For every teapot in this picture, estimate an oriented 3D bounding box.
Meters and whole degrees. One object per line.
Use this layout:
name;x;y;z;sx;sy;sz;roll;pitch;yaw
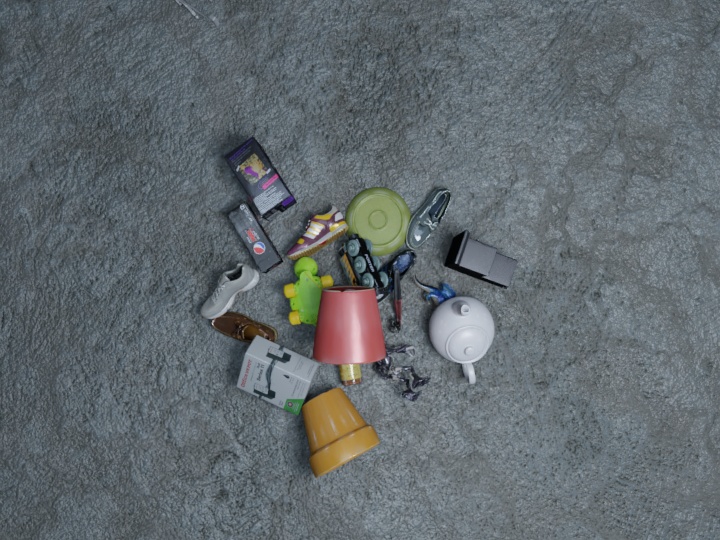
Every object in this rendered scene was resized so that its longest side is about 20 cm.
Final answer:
teapot;0.282;0.183;1.447;0.198;0.147;0.198;30;113;-20

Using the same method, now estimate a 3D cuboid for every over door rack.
over door rack;-0.437;-0.805;1.556;0.199;0.067;0.149;36;89;23

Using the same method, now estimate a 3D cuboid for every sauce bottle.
sauce bottle;-0.040;0.224;1.522;0.065;0.066;0.204;-9;85;1

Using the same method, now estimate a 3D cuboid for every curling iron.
curling iron;0.104;0.090;1.497;0.025;0.050;0.204;7;114;14

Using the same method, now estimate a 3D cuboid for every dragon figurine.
dragon figurine;0.235;0.070;1.523;0.099;0.059;0.201;-36;92;-3

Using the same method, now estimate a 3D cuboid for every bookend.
bookend;0.346;-0.025;1.456;0.195;0.200;0.094;20;89;2

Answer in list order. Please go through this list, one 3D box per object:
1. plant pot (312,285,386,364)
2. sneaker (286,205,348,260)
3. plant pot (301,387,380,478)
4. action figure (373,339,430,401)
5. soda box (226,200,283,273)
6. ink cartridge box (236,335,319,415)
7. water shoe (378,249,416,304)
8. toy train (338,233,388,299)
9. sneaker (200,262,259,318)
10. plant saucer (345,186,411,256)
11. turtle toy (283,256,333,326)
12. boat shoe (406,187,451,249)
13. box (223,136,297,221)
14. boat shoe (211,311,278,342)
plant pot;-0.030;0.136;1.386;0.196;0.200;0.181;0;93;1
sneaker;-0.136;-0.108;1.536;0.198;0.075;0.091;-30;80;-7
plant pot;-0.072;0.435;1.461;0.198;0.200;0.185;-28;73;0
action figure;0.108;0.273;1.499;0.200;0.101;0.121;44;123;39
soda box;-0.305;-0.094;1.537;0.070;0.063;0.202;-31;87;0
ink cartridge box;-0.233;0.292;1.482;0.197;0.083;0.148;23;124;3
water shoe;0.082;0.015;1.518;0.071;0.079;0.201;40;89;2
toy train;0.000;0.000;1.498;0.114;0.084;0.203;-40;66;40
sneaker;-0.387;0.050;1.510;0.200;0.092;0.076;-43;57;-5
plant saucer;0.052;-0.145;1.549;0.195;0.031;0.205;0;88;0
turtle toy;-0.142;0.060;1.509;0.143;0.101;0.204;-12;87;-1
boat shoe;0.197;-0.150;1.525;0.072;0.062;0.202;33;88;-15
box;-0.283;-0.257;1.513;0.105;0.122;0.202;-33;87;0
boat shoe;-0.336;0.167;1.525;0.196;0.068;0.073;17;88;2
